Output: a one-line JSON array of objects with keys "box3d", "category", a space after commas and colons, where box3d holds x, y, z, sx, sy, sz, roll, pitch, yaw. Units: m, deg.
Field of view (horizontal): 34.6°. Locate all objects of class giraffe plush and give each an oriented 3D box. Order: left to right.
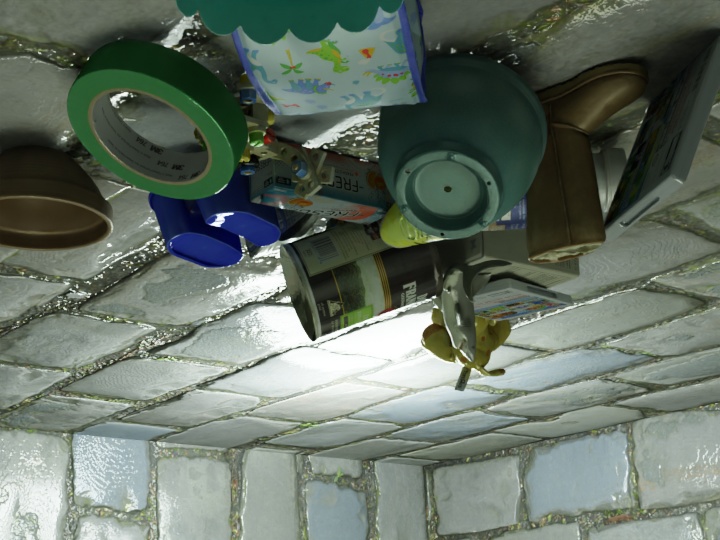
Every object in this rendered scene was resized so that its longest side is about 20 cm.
[{"box3d": [0.193, 0.091, 2.099, 0.170, 0.201, 0.163, 0, 133, 4], "category": "giraffe plush"}]

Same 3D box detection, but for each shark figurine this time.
[{"box3d": [0.158, 0.021, 1.661, 0.089, 0.129, 0.215, -22, 150, -16], "category": "shark figurine"}]

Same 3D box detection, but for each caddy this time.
[{"box3d": [-0.196, -0.085, 1.561, 0.140, 0.106, 0.200, -27, 158, 18], "category": "caddy"}]

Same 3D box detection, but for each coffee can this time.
[{"box3d": [0.000, 0.000, 1.653, 0.198, 0.148, 0.147, -19, 165, -12], "category": "coffee can"}]

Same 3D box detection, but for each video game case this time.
[{"box3d": [0.222, 0.047, 1.802, 0.142, 0.018, 0.199, -15, 162, 35], "category": "video game case"}, {"box3d": [0.347, -0.148, 1.311, 0.022, 0.202, 0.182, 26, 158, -4], "category": "video game case"}]

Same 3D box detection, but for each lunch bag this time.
[{"box3d": [-0.028, -0.234, 1.101, 0.168, 0.129, 0.200, -5, 171, 9], "category": "lunch bag"}]

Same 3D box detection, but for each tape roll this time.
[{"box3d": [-0.225, -0.163, 1.281, 0.198, 0.049, 0.201, 15, 146, 10], "category": "tape roll"}]

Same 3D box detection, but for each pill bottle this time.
[{"box3d": [0.248, -0.113, 1.522, 0.197, 0.112, 0.111, -4, 162, 4], "category": "pill bottle"}]

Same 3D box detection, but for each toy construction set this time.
[{"box3d": [-0.121, -0.159, 1.386, 0.130, 0.093, 0.200, -14, 147, 32], "category": "toy construction set"}]

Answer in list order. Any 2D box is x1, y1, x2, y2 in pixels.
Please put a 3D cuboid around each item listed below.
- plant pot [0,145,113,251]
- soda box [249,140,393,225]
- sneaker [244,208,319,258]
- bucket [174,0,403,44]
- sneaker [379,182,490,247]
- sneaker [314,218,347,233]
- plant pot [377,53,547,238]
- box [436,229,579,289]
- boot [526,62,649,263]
[{"box3d": [-0.421, -0.100, 1.502, 0.198, 0.094, 0.201, -2, 162, -1], "category": "plant pot"}, {"box3d": [-0.050, -0.115, 1.541, 0.198, 0.069, 0.063, 10, 158, -35], "category": "soda box"}, {"box3d": [-0.103, -0.073, 1.693, 0.086, 0.075, 0.200, -7, 172, -28], "category": "sneaker"}, {"box3d": [-0.058, -0.287, 0.918, 0.204, 0.137, 0.207, -3, 162, -1], "category": "bucket"}, {"box3d": [0.090, -0.072, 1.487, 0.199, 0.076, 0.076, -21, -171, 45], "category": "sneaker"}, {"box3d": [-0.035, -0.028, 1.801, 0.087, 0.076, 0.199, 9, 159, -32], "category": "sneaker"}, {"box3d": [0.106, -0.121, 1.300, 0.198, 0.135, 0.202, 7, 131, 9], "category": "plant pot"}, {"box3d": [0.215, -0.040, 1.741, 0.198, 0.110, 0.127, 11, 160, -34], "category": "box"}, {"box3d": [0.267, -0.123, 1.351, 0.174, 0.203, 0.066, -18, 156, 40], "category": "boot"}]
